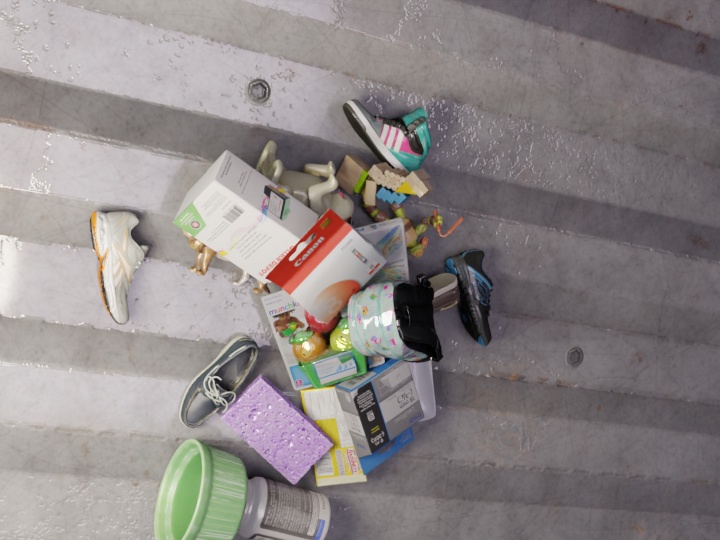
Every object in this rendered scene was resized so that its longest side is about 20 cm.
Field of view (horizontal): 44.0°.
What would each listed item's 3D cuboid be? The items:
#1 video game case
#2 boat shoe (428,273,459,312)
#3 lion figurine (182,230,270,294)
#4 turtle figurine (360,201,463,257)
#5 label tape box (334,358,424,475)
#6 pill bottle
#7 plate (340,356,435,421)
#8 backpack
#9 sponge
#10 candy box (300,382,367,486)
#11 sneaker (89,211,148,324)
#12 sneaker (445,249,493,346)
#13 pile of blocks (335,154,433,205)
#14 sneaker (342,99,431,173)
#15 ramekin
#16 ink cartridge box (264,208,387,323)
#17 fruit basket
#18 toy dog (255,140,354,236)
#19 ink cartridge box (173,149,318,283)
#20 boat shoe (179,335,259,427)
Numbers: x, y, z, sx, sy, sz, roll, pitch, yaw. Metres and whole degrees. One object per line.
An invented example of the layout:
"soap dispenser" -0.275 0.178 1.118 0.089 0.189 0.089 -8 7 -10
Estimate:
"video game case" 0.000 0.000 1.656 0.180 0.022 0.201 -14 136 -5
"boat shoe" 0.104 0.071 1.757 0.198 0.072 0.060 -23 120 -10
"lion figurine" -0.236 -0.039 1.612 0.198 0.072 0.124 20 89 -24
"turtle figurine" 0.086 -0.090 1.728 0.199 0.064 0.162 -34 98 4
"label tape box" 0.047 0.280 1.709 0.144 0.063 0.202 -29 111 -31
"pill bottle" -0.166 0.454 1.678 0.199 0.114 0.115 22 89 -24
"plate" 0.049 0.214 1.773 0.198 0.032 0.202 -10 100 -20
"backpack" 0.063 0.093 1.599 0.126 0.200 0.169 -18 77 21
"sponge" -0.157 0.302 1.689 0.112 0.030 0.200 -44 105 4
"candy box" -0.050 0.319 1.733 0.101 0.026 0.202 -8 101 5
"sneaker" -0.410 -0.007 1.551 0.091 0.076 0.202 -10 102 -24
"sneaker" 0.240 0.055 1.803 0.081 0.073 0.202 -22 105 -18
"pile of blocks" 0.050 -0.163 1.667 0.062 0.198 0.083 -20 123 -57
"sneaker" 0.066 -0.275 1.686 0.121 0.084 0.200 -46 118 -4
"ramekin" -0.282 0.410 1.590 0.097 0.200 0.202 21 90 -28
"ink cartridge box" -0.053 -0.003 1.516 0.162 0.050 0.200 -46 154 3
"fruit basket" -0.067 0.114 1.652 0.183 0.094 0.202 -17 114 1
"toy dog" -0.101 -0.112 1.620 0.198 0.140 0.195 21 102 -22
"ink cartridge box" -0.193 -0.087 1.518 0.199 0.145 0.084 35 45 -21
"boat shoe" -0.257 0.210 1.641 0.200 0.062 0.075 -47 112 -9
